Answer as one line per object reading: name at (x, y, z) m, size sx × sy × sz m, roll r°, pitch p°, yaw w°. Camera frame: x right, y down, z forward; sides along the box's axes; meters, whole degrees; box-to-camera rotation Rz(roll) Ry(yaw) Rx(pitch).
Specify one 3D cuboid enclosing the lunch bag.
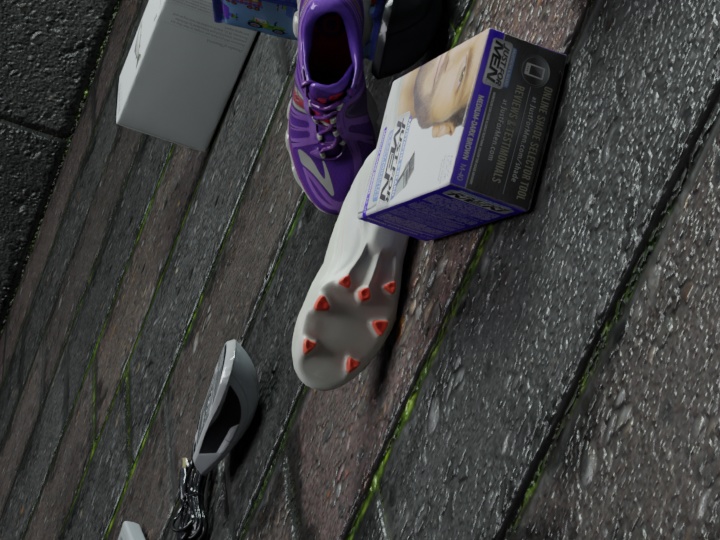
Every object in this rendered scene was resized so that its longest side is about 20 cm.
lunch bag at (-0.045, -0.257, 1.724) m, size 0.200 × 0.150 × 0.095 m, roll 91°, pitch -167°, yaw -82°

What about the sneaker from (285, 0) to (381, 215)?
sneaker at (-0.028, -0.133, 1.648) m, size 0.084 × 0.080 × 0.201 m, roll -77°, pitch -16°, yaw -65°

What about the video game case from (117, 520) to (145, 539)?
video game case at (-0.246, 0.368, 2.100) m, size 0.200 × 0.022 × 0.183 m, roll -143°, pitch 71°, yaw -73°

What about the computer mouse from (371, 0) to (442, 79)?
computer mouse at (0.053, -0.249, 1.654) m, size 0.201 × 0.046 × 0.141 m, roll -76°, pitch -1°, yaw -48°

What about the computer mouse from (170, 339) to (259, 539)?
computer mouse at (-0.126, 0.149, 1.880) m, size 0.110 × 0.044 × 0.201 m, roll -84°, pitch 13°, yaw -50°

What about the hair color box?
hair color box at (0.066, -0.089, 1.420) m, size 0.200 × 0.064 × 0.110 m, roll 165°, pitch 122°, yaw -70°

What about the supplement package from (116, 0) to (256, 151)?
supplement package at (-0.200, -0.263, 2.428) m, size 0.117 × 0.117 × 0.201 m, roll -97°, pitch 28°, yaw -55°

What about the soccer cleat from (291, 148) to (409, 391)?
soccer cleat at (0.000, 0.000, 1.560) m, size 0.078 × 0.069 × 0.201 m, roll 144°, pitch 148°, yaw -73°
